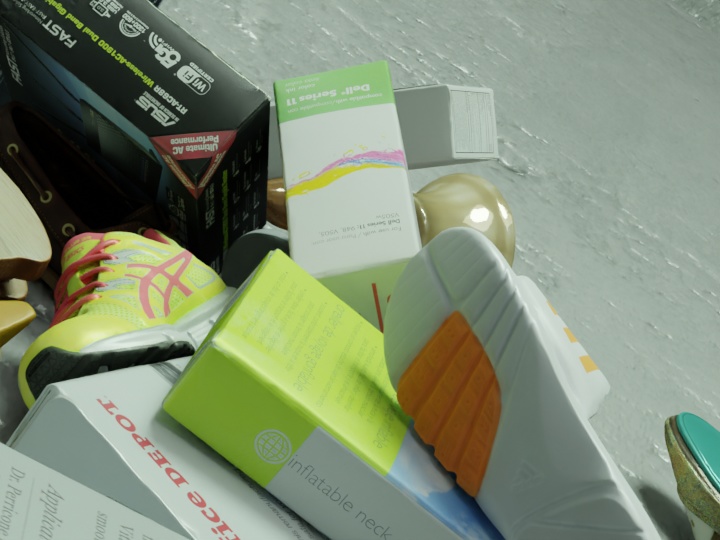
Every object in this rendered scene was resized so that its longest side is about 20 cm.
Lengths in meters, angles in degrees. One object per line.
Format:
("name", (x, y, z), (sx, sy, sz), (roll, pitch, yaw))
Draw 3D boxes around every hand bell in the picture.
("hand bell", (0.000, -0.030, 1.312), (0.200, 0.104, 0.104), (14, 29, -49))

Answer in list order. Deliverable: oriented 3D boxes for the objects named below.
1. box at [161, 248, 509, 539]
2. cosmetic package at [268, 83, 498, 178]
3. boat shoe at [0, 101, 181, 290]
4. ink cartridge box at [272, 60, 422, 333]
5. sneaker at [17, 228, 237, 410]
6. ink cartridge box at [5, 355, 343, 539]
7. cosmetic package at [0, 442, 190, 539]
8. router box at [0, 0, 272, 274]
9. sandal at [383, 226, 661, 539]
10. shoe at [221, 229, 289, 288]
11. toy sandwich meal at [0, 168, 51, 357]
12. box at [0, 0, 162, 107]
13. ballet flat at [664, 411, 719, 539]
("box", (0.014, 0.084, 0.937), (0.200, 0.048, 0.122), (39, 22, -4))
("cosmetic package", (-0.021, -0.085, 1.307), (0.200, 0.051, 0.083), (-5, -1, 23))
("boat shoe", (-0.135, -0.011, 1.121), (0.200, 0.070, 0.070), (38, 21, 3))
("ink cartridge box", (0.000, 0.000, 1.071), (0.067, 0.117, 0.200), (-10, 43, 2))
("sneaker", (-0.124, 0.024, 1.006), (0.090, 0.078, 0.200), (50, 16, 6))
("ink cartridge box", (-0.059, 0.116, 0.940), (0.145, 0.084, 0.200), (45, 22, 18))
("cosmetic package", (-0.093, 0.183, 0.627), (0.200, 0.165, 0.165), (30, 22, -14))
("router box", (-0.126, -0.083, 1.151), (0.150, 0.062, 0.200), (40, -17, 10))
("sandal", (0.081, 0.077, 0.904), (0.059, 0.079, 0.207), (4, 51, -54))
("shoe", (0.006, 0.053, 1.209), (0.200, 0.071, 0.091), (46, 21, 10))
("toy sandwich meal", (-0.236, -0.014, 0.965), (0.205, 0.070, 0.205), (31, 21, -13))
("box", (-0.244, -0.185, 1.273), (0.148, 0.107, 0.200), (43, 21, 21))
("ballet flat", (0.258, 0.176, 1.338), (0.200, 0.071, 0.071), (43, 21, 29))
